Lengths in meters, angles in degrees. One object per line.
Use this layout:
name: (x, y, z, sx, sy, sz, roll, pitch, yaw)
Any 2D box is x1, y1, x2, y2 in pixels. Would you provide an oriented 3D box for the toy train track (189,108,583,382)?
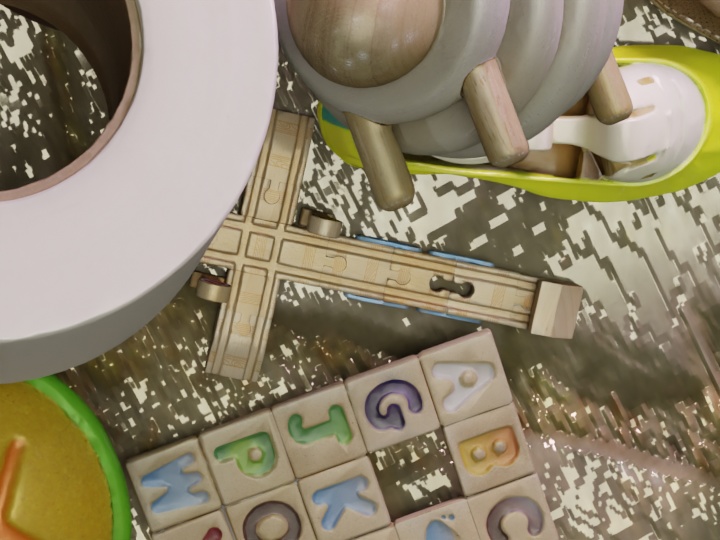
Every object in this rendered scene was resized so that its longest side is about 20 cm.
toy train track: (0.000, 0.000, 0.912, 0.198, 0.033, 0.116, 11, 97, -12)

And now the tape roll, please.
tape roll: (-0.136, -0.065, 0.770, 0.200, 0.139, 0.205, 1, 82, -10)

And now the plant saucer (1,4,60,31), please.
plant saucer: (-0.094, -0.193, 0.868, 0.198, 0.032, 0.202, -1, 100, -8)

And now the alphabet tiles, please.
alphabet tiles: (0.009, 0.145, 0.940, 0.166, 0.008, 0.202, -20, 104, -1)

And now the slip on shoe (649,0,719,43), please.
slip on shoe: (0.212, -0.108, 0.915, 0.198, 0.061, 0.077, 22, 95, -12)

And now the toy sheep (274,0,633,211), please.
toy sheep: (0.037, -0.102, 0.798, 0.137, 0.200, 0.139, 6, 104, 27)

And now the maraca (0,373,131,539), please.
maraca: (-0.186, 0.102, 0.864, 0.198, 0.107, 0.138, -17, 99, 14)

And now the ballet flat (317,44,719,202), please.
ballet flat: (0.082, -0.060, 0.895, 0.198, 0.067, 0.068, 1, 100, -12)
